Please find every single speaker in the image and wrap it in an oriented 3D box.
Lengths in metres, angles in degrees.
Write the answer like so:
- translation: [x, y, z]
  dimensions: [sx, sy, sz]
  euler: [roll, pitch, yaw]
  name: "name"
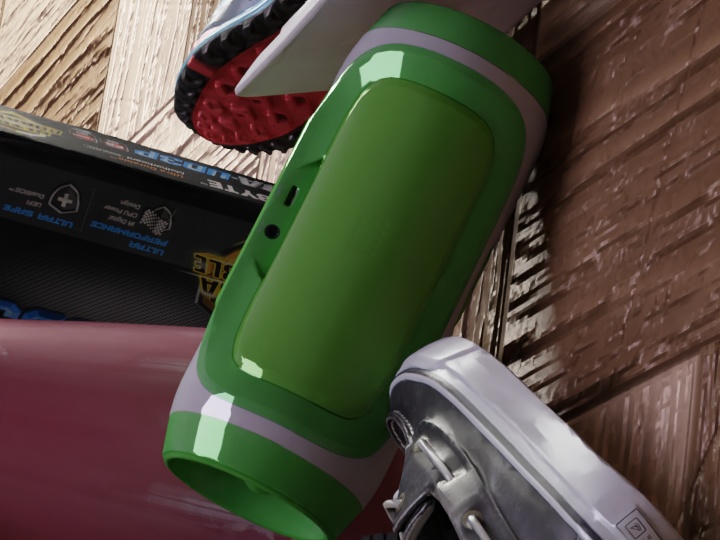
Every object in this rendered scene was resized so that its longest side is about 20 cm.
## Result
- translation: [0.000, 0.000, 1.143]
  dimensions: [0.200, 0.088, 0.088]
  euler: [-63, 16, -16]
  name: "speaker"

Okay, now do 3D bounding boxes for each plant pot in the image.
- translation: [-0.089, 0.102, 1.234]
  dimensions: [0.200, 0.179, 0.200]
  euler: [-164, 90, -71]
  name: "plant pot"

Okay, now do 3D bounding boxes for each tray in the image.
- translation: [0.030, -0.118, 1.172]
  dimensions: [0.200, 0.107, 0.022]
  euler: [-40, 62, 59]
  name: "tray"

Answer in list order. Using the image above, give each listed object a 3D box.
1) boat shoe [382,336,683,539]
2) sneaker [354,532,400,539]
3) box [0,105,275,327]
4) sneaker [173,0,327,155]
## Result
- translation: [0.041, 0.078, 1.017]
  dimensions: [0.071, 0.072, 0.200]
  euler: [-38, 20, -7]
  name: "boat shoe"
- translation: [-0.003, 0.160, 1.122]
  dimensions: [0.200, 0.088, 0.074]
  euler: [-28, 49, 31]
  name: "sneaker"
- translation: [-0.116, 0.023, 1.335]
  dimensions: [0.046, 0.200, 0.159]
  euler: [-120, 48, -67]
  name: "box"
- translation: [-0.017, -0.136, 1.397]
  dimensions: [0.200, 0.079, 0.096]
  euler: [-48, 22, 37]
  name: "sneaker"
